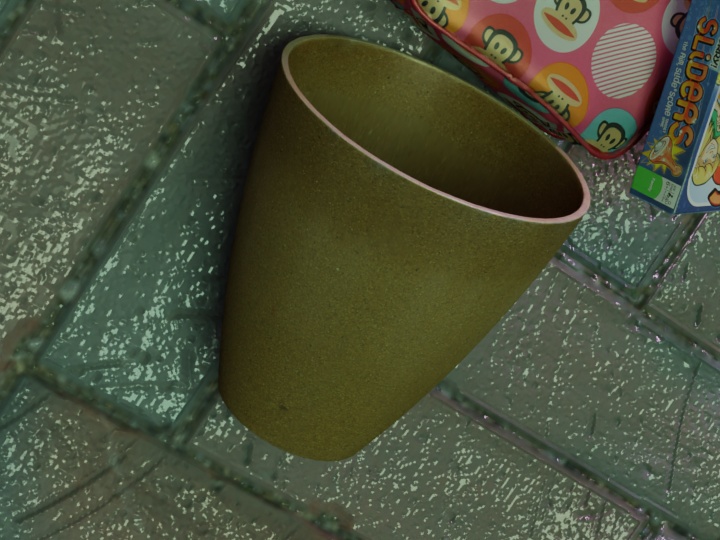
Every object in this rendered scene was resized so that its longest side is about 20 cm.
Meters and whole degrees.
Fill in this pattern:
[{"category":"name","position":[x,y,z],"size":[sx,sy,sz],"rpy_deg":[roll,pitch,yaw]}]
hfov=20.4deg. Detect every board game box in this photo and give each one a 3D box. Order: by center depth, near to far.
[{"category":"board game box","position":[0.249,-0.105,1.197],"size":[0.200,0.034,0.136],"rpy_deg":[-7,119,-47]}]

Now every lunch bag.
[{"category":"lunch bag","position":[0.122,-0.181,1.143],"size":[0.200,0.082,0.176],"rpy_deg":[37,92,-28]}]

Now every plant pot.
[{"category":"plant pot","position":[0.000,0.000,1.121],"size":[0.186,0.187,0.200],"rpy_deg":[16,117,-26]}]
